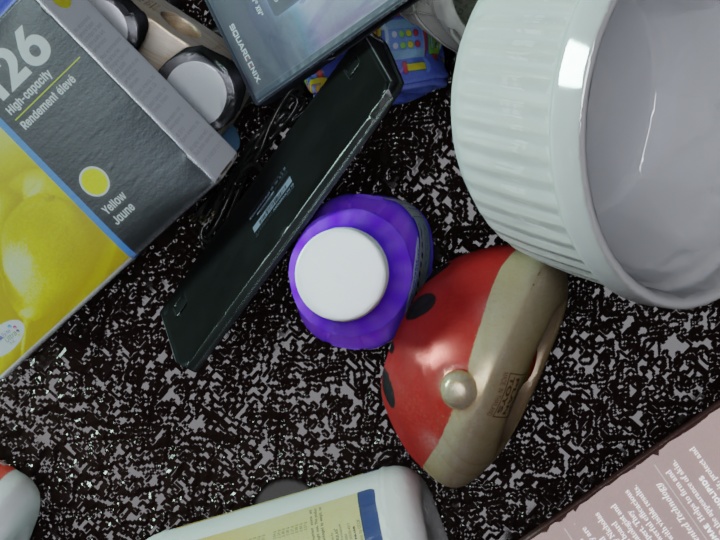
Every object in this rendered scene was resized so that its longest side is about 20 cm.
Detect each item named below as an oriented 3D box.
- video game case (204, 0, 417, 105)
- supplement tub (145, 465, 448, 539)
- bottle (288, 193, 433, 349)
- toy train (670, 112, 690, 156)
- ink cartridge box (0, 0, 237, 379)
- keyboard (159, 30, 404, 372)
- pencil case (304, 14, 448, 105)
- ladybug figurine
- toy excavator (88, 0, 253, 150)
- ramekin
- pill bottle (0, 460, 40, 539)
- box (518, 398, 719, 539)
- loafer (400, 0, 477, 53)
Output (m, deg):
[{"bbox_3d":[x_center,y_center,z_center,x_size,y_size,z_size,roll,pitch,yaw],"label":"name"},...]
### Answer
[{"bbox_3d":[-0.016,-0.195,1.437,0.200,0.019,0.143,-32,80,37],"label":"video game case"},{"bbox_3d":[-0.045,0.199,1.504,0.199,0.144,0.145,-17,88,6],"label":"supplement tub"},{"bbox_3d":[0.000,0.000,1.469,0.065,0.200,0.084,9,91,5],"label":"bottle"},{"bbox_3d":[0.252,-0.110,1.502,0.114,0.087,0.201,28,93,12],"label":"toy train"},{"bbox_3d":[-0.201,-0.070,1.496,0.200,0.047,0.198,44,122,-9],"label":"ink cartridge box"},{"bbox_3d":[-0.045,-0.043,1.476,0.021,0.127,0.200,30,107,-26],"label":"keyboard"},{"bbox_3d":[-0.007,-0.189,1.531,0.086,0.078,0.201,-10,89,26],"label":"pencil case"},{"bbox_3d":[0.058,0.045,1.464,0.072,0.200,0.136,23,97,7],"label":"ladybug figurine"},{"bbox_3d":[-0.175,-0.082,1.548,0.194,0.100,0.200,33,108,0],"label":"toy excavator"},{"bbox_3d":[0.136,-0.087,1.397,0.105,0.200,0.201,13,92,42],"label":"ramekin"},{"bbox_3d":[-0.288,0.122,1.546,0.199,0.112,0.113,30,93,5],"label":"pill bottle"},{"bbox_3d":[0.171,0.134,1.499,0.200,0.100,0.075,-34,80,6],"label":"box"},{"bbox_3d":[0.107,-0.121,1.484,0.199,0.070,0.070,18,101,-30],"label":"loafer"}]
